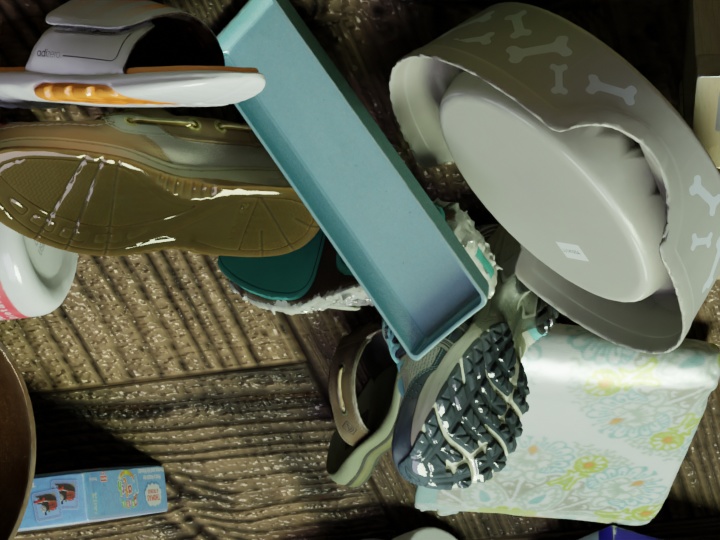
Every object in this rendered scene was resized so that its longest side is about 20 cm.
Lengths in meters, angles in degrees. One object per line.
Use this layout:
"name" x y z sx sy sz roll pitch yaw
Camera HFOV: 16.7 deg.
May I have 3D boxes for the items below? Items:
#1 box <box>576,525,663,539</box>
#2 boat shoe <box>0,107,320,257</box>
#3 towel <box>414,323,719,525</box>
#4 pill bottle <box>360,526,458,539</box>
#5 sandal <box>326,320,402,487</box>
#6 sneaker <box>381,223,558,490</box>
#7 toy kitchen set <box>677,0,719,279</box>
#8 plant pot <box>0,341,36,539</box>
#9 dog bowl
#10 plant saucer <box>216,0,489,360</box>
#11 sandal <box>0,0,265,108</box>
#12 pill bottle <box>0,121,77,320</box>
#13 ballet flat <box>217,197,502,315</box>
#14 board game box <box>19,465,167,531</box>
"box" 0.204 0.267 1.717 0.183 0.106 0.200 16 156 -19
"boat shoe" -0.117 -0.052 1.323 0.199 0.067 0.074 9 132 -29
"towel" 0.125 0.097 1.565 0.170 0.048 0.200 3 145 -6
"pill bottle" -0.012 0.258 1.744 0.199 0.114 0.113 -27 135 35
"sandal" 0.004 0.072 1.515 0.057 0.080 0.201 24 142 -5
"sneaker" 0.050 0.050 1.377 0.086 0.200 0.078 -4 126 29
"toy kitchen set" 0.266 -0.040 1.255 0.198 0.164 0.181 0 145 4
"plant pot" -0.334 0.107 1.504 0.199 0.188 0.187 6 154 41
"dog bowl" 0.106 -0.050 1.244 0.200 0.059 0.200 42 165 14
"plant saucer" -0.006 -0.052 1.276 0.200 0.019 0.070 54 135 6
"sandal" -0.143 -0.115 1.267 0.206 0.060 0.079 3 -179 34
"pill bottle" -0.267 -0.019 1.370 0.199 0.109 0.109 -7 144 13
"ballet flat" 0.000 0.000 1.366 0.072 0.072 0.199 33 160 -36
"board game box" -0.246 0.157 1.625 0.199 0.037 0.151 -9 175 15
